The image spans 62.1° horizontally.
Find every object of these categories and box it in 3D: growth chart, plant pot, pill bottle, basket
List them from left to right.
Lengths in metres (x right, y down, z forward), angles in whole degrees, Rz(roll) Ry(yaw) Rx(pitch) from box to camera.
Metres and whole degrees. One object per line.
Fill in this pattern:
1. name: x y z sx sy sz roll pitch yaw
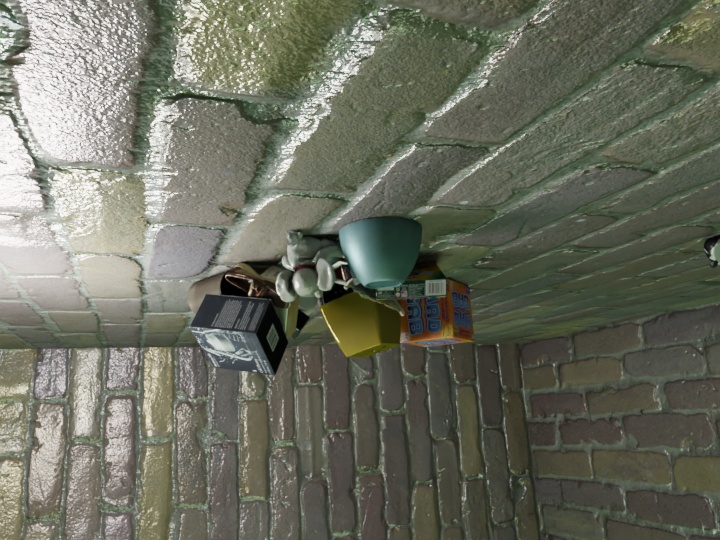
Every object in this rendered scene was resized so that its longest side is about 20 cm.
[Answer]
1. basket: -0.409 0.075 1.780 0.199 0.137 0.180 -9 154 39
2. pill bottle: -0.217 0.110 2.001 0.112 0.113 0.200 4 166 -27
3. plant pot: 0.020 0.172 1.897 0.200 0.177 0.200 -25 161 24
4. growth chart: 0.034 0.070 1.718 0.199 0.018 0.145 25 -170 -5
5. plant pot: 0.051 -0.031 1.421 0.199 0.135 0.200 -3 166 -1

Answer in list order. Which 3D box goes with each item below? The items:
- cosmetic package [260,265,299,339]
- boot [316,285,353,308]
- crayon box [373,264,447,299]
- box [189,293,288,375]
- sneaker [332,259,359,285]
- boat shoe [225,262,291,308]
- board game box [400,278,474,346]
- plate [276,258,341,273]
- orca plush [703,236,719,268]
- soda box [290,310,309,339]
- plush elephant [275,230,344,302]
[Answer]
1. cosmetic package: -0.236 0.097 1.721 0.105 0.201 0.071 23 -144 16
2. boot: -0.042 0.079 1.972 0.153 0.074 0.203 -11 179 23
3. crayon box: 0.137 0.031 1.726 0.199 0.059 0.173 -2 -165 -2
4. box: -0.328 0.176 1.645 0.196 0.124 0.200 5 139 17
5. sneaker: 0.000 0.000 1.626 0.199 0.079 0.079 -15 179 30
6. boat shoe: -0.281 0.053 1.629 0.072 0.200 0.072 -42 161 -50
7. board game box: 0.265 0.154 2.103 0.199 0.201 0.200 -11 165 29
8. plate: -0.143 -0.005 1.727 0.199 0.026 0.200 -3 166 -1
9. orca plush: 1.028 -0.067 1.704 0.199 0.071 0.106 -1 122 -28
10. soda box: -0.266 0.128 1.902 0.200 0.071 0.063 35 138 1
11. plush elephant: -0.124 0.000 1.465 0.164 0.155 0.200 -8 166 20
